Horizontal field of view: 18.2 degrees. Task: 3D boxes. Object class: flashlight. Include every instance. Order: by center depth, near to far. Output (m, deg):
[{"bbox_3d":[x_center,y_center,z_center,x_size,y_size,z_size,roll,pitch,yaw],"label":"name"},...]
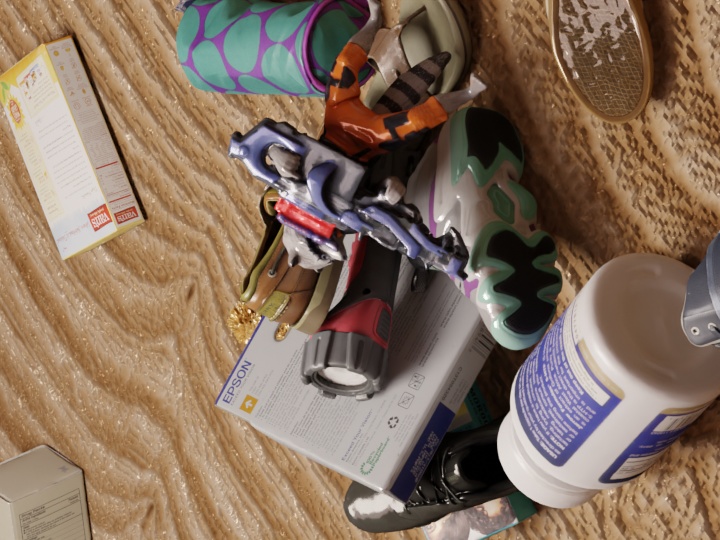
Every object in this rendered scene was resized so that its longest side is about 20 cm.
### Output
[{"bbox_3d":[0.000,0.000,1.750,0.068,0.067,0.201,128,154,-59],"label":"flashlight"}]

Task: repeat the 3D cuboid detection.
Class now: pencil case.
[{"bbox_3d":[-0.070,-0.189,1.840,0.085,0.093,0.200,37,164,-35],"label":"pencil case"}]

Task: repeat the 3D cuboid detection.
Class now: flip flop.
[{"bbox_3d":[0.030,-0.154,1.737,0.081,0.057,0.200,54,145,22],"label":"flip flop"}]

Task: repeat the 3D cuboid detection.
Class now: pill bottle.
[{"bbox_3d":[0.175,0.087,1.605,0.120,0.119,0.200,57,146,17],"label":"pill bottle"}]

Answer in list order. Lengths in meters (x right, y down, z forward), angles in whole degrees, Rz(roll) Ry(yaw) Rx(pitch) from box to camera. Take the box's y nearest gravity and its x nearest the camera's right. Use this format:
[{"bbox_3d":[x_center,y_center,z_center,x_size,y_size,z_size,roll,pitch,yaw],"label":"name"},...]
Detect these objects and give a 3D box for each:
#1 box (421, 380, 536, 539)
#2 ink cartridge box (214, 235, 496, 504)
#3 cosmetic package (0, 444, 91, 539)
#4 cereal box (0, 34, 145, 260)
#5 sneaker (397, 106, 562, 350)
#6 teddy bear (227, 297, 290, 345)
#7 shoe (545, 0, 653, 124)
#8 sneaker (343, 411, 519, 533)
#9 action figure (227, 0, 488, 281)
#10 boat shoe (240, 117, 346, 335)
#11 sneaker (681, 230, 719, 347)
[{"bbox_3d":[0.061,0.126,1.827,0.082,0.049,0.201,-27,84,22],"label":"box"},{"bbox_3d":[0.006,0.062,1.778,0.200,0.197,0.043,23,170,42],"label":"ink cartridge box"},{"bbox_3d":[-0.367,0.315,2.554,0.087,0.103,0.201,27,128,45],"label":"cosmetic package"},{"bbox_3d":[-0.294,-0.121,2.252,0.144,0.039,0.201,-21,91,58],"label":"cereal box"},{"bbox_3d":[0.078,-0.008,1.688,0.140,0.078,0.201,-44,44,45],"label":"sneaker"},{"bbox_3d":[-0.057,0.092,2.001,0.200,0.067,0.145,39,140,39],"label":"teddy bear"},{"bbox_3d":[0.157,-0.199,1.541,0.070,0.053,0.201,-16,100,25],"label":"shoe"},{"bbox_3d":[0.069,0.157,1.752,0.200,0.091,0.076,-25,87,22],"label":"sneaker"},{"bbox_3d":[0.017,-0.074,1.643,0.200,0.105,0.194,37,97,8],"label":"action figure"},{"bbox_3d":[-0.041,-0.051,1.721,0.072,0.068,0.201,-47,25,54],"label":"boat shoe"},{"bbox_3d":[0.290,0.051,1.441,0.146,0.077,0.203,-32,71,46],"label":"sneaker"}]
